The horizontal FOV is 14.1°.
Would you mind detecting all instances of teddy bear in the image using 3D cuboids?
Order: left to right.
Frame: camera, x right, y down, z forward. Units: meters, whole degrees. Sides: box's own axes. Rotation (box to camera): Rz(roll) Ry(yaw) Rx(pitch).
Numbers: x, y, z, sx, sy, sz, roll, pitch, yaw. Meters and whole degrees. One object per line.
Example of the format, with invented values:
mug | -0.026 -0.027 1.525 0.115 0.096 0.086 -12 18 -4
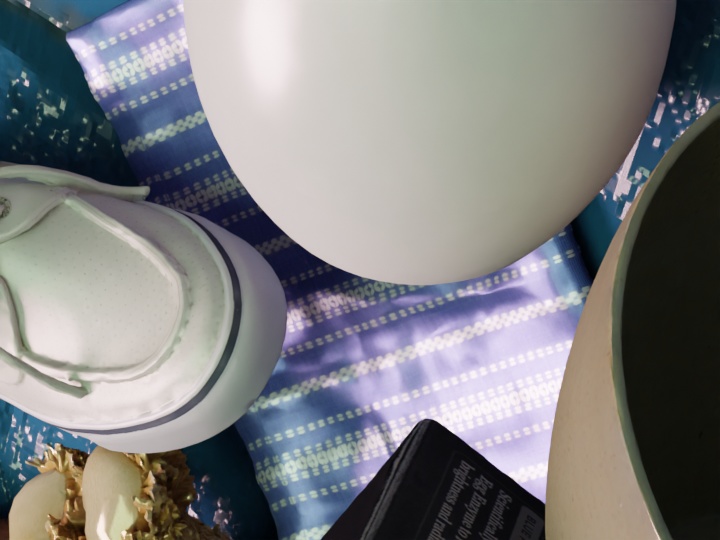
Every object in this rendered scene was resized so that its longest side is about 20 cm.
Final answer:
teddy bear | -0.040 0.134 0.892 0.200 0.067 0.145 52 141 11

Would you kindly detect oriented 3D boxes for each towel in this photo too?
towel | 0.000 0.000 0.837 0.144 0.024 0.201 -20 95 41

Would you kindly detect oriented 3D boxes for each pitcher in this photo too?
pitcher | 0.042 -0.100 0.699 0.201 0.171 0.122 93 157 -45

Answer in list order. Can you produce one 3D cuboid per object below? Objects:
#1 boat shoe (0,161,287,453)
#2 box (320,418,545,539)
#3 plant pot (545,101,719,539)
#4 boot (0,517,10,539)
boat shoe | -0.111 -0.004 0.850 0.201 0.086 0.075 19 87 46
box | 0.027 0.185 0.766 0.200 0.117 0.197 38 116 -3
plant pot | 0.122 0.070 0.664 0.200 0.200 0.135 49 143 12
boot | -0.182 0.022 0.986 0.188 0.068 0.201 0 97 43
